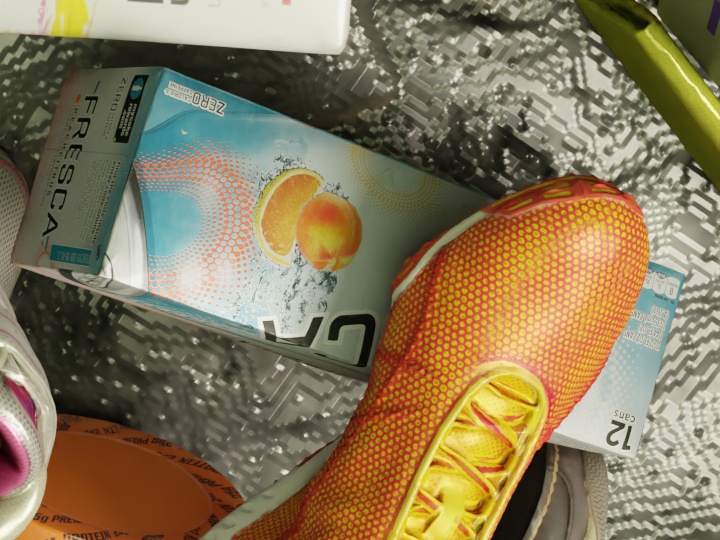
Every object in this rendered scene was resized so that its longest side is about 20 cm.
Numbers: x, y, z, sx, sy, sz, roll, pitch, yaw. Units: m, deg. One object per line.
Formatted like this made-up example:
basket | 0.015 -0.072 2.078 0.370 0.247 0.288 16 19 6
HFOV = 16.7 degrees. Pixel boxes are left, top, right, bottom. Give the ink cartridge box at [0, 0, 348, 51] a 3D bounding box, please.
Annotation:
ink cartridge box | -0.099 -0.147 0.707 0.199 0.086 0.148 3 109 -5

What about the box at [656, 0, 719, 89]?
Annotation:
box | 0.169 -0.122 0.686 0.096 0.200 0.177 10 108 -10

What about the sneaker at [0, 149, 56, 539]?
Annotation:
sneaker | -0.126 0.038 0.724 0.088 0.200 0.081 -4 136 20

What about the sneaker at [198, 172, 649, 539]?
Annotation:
sneaker | 0.022 0.061 0.696 0.073 0.077 0.200 23 113 -29

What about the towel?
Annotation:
towel | 0.140 -0.012 0.784 0.018 0.086 0.200 -40 108 1

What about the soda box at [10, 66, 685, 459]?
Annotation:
soda box | 0.000 0.000 0.748 0.200 0.068 0.064 19 83 -30

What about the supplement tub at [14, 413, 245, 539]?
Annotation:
supplement tub | -0.108 0.156 0.804 0.122 0.123 0.201 14 108 -10

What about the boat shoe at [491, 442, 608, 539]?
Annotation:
boat shoe | 0.011 0.134 0.833 0.073 0.075 0.200 29 104 -15
